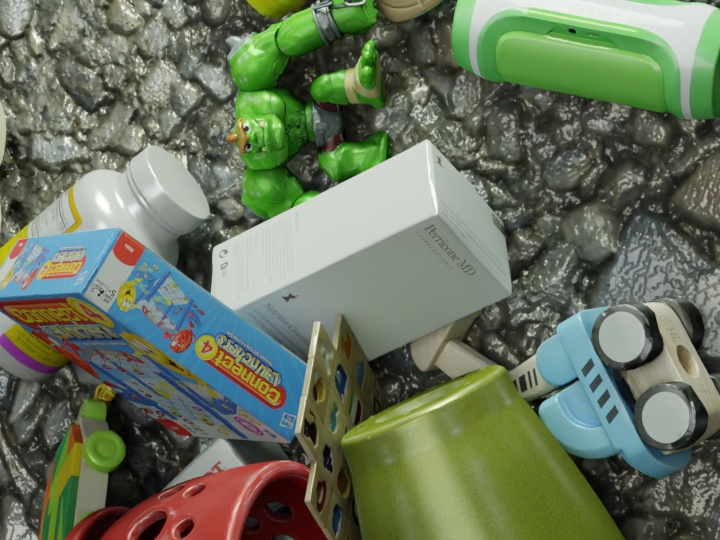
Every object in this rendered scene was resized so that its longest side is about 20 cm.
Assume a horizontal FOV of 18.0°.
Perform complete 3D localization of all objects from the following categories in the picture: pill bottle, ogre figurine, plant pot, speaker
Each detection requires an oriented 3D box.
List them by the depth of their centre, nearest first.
[{"bbox_3d":[0.081,0.178,1.605,0.200,0.200,0.194,-24,91,20],"label":"plant pot"},{"bbox_3d":[-0.114,0.243,1.614,0.182,0.200,0.202,-9,86,27],"label":"plant pot"},{"bbox_3d":[0.171,-0.165,1.648,0.199,0.088,0.089,14,95,21],"label":"speaker"},{"bbox_3d":[-0.039,-0.108,1.732,0.119,0.098,0.201,-3,122,10],"label":"ogre figurine"},{"bbox_3d":[-0.215,-0.009,1.794,0.200,0.104,0.104,-39,76,17],"label":"pill bottle"}]

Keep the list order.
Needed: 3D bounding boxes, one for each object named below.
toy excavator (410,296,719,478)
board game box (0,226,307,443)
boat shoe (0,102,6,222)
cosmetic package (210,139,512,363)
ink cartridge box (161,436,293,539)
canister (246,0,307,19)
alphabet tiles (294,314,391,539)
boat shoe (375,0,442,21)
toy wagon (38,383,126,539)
[{"bbox_3d":[0.150,0.080,1.658,0.200,0.100,0.195,-34,76,27],"label":"toy excavator"},{"bbox_3d":[-0.154,0.049,1.665,0.196,0.200,0.056,37,72,-22],"label":"board game box"},{"bbox_3d":[-0.331,-0.062,1.824,0.062,0.071,0.201,-25,45,30],"label":"boat shoe"},{"bbox_3d":[0.000,0.000,1.680,0.199,0.113,0.081,-26,43,25],"label":"cosmetic package"},{"bbox_3d":[-0.080,0.241,1.750,0.147,0.083,0.200,-45,74,15],"label":"ink cartridge box"},{"bbox_3d":[-0.025,-0.309,1.729,0.200,0.086,0.149,-34,78,17],"label":"canister"},{"bbox_3d":[-0.005,0.137,1.648,0.006,0.200,0.167,-7,48,19],"label":"alphabet tiles"},{"bbox_3d":[0.087,-0.258,1.693,0.200,0.065,0.072,-47,64,34],"label":"boat shoe"},{"bbox_3d":[-0.221,0.179,1.780,0.039,0.155,0.201,12,58,-15],"label":"toy wagon"}]
